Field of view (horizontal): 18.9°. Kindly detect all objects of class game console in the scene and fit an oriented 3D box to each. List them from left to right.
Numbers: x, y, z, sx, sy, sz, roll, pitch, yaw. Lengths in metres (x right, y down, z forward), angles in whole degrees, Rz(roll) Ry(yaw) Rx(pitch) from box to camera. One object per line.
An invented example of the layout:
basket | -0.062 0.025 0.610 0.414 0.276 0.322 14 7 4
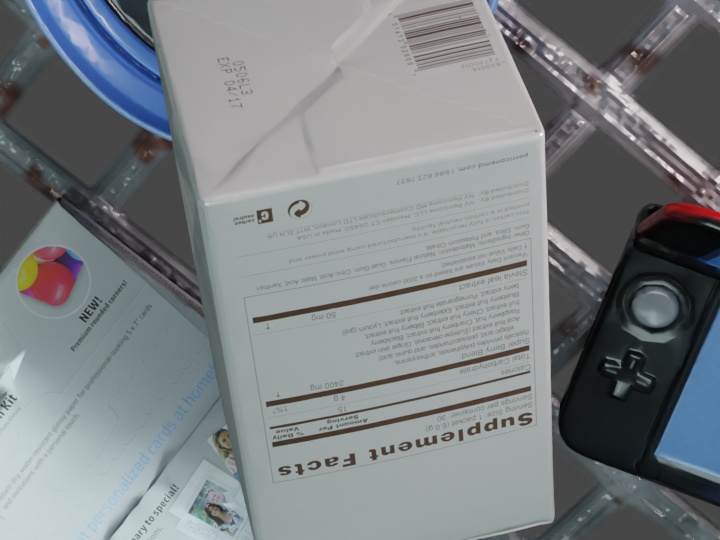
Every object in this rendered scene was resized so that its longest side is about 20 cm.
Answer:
game console | 0.188 0.056 0.841 0.200 0.119 0.172 21 119 2

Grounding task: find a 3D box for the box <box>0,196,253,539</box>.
box | -0.098 0.091 0.930 0.200 0.041 0.156 38 91 -9

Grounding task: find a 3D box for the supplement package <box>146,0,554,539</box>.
supplement package | 0.000 0.000 0.808 0.120 0.121 0.200 -12 134 -6

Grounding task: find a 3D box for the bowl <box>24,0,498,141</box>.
bowl | -0.040 -0.141 0.837 0.200 0.039 0.201 5 117 10
